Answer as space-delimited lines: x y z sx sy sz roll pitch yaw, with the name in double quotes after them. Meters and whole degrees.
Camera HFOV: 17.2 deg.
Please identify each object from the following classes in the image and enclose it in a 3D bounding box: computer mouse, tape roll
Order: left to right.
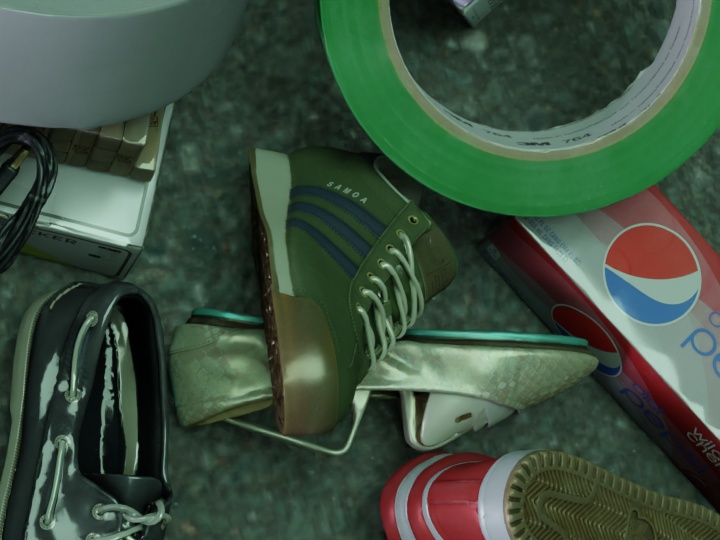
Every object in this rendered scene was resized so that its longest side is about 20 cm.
-0.200 0.013 1.023 0.200 0.034 0.059 -41 74 13 "computer mouse"
-0.139 -0.153 0.998 0.199 0.066 0.201 9 47 -10 "tape roll"
0.079 -0.126 1.058 0.199 0.048 0.202 -1 104 -6 "tape roll"

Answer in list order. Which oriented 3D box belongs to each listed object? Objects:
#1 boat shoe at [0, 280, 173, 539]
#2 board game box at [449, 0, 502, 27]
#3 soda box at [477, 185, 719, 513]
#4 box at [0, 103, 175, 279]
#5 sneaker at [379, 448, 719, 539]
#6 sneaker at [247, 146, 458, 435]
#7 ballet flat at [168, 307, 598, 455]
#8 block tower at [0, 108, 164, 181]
-0.116 0.100 1.040 0.072 0.063 0.201 12 69 -41 "boat shoe"
0.094 -0.222 1.125 0.200 0.105 0.103 -40 89 5 "board game box"
0.152 0.034 1.138 0.070 0.063 0.200 -43 89 -20 "soda box"
-0.139 -0.108 1.097 0.116 0.060 0.201 13 73 -11 "box"
0.096 0.133 1.105 0.200 0.112 0.072 32 65 -37 "sneaker"
0.000 0.000 1.046 0.089 0.200 0.067 -3 120 -5 "sneaker"
0.010 0.056 1.099 0.199 0.067 0.063 4 82 -4 "ballet flat"
-0.180 -0.088 1.021 0.199 0.058 0.054 11 75 -11 "block tower"
